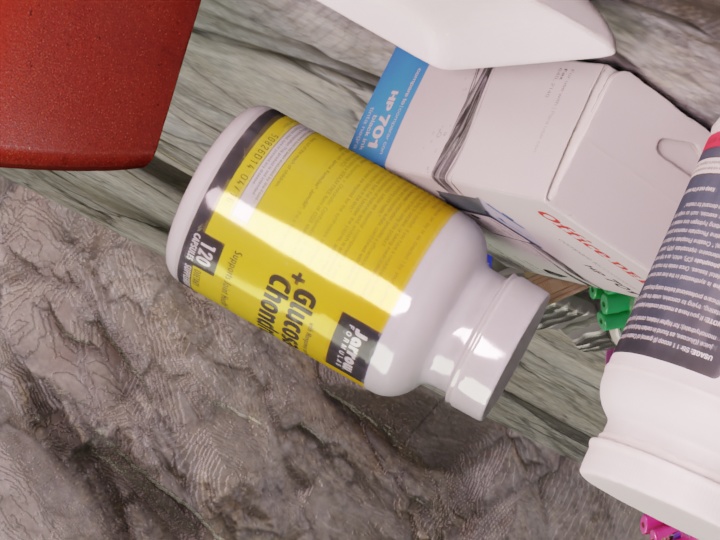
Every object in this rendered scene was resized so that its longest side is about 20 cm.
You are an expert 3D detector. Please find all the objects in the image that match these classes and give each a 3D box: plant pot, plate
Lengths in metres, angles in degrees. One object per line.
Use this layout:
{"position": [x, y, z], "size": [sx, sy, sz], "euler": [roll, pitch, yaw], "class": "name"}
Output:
{"position": [-0.200, -0.152, 1.218], "size": [0.175, 0.201, 0.199], "euler": [17, 179, -37], "class": "plant pot"}
{"position": [0.006, -0.157, 1.042], "size": [0.199, 0.033, 0.199], "euler": [29, 171, -21], "class": "plate"}

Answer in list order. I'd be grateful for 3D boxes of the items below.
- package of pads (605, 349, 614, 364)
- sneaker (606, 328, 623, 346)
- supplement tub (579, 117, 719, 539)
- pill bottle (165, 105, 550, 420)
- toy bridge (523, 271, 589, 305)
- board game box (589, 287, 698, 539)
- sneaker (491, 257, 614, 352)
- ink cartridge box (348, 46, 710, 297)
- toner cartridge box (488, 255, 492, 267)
{"position": [0.278, 0.089, 1.699], "size": [0.120, 0.076, 0.200], "euler": [19, 171, 31], "class": "package of pads"}
{"position": [0.272, 0.052, 1.490], "size": [0.199, 0.076, 0.115], "euler": [19, 163, -33], "class": "sneaker"}
{"position": [0.201, 0.033, 1.057], "size": [0.140, 0.201, 0.140], "euler": [25, 173, 3], "class": "supplement tub"}
{"position": [0.000, 0.000, 1.212], "size": [0.199, 0.113, 0.112], "euler": [29, 174, 9], "class": "pill bottle"}
{"position": [0.135, -0.001, 1.369], "size": [0.067, 0.027, 0.199], "euler": [-20, -177, 40], "class": "toy bridge"}
{"position": [0.215, 0.086, 1.362], "size": [0.026, 0.202, 0.200], "euler": [-10, 175, -23], "class": "board game box"}
{"position": [0.165, 0.006, 1.537], "size": [0.074, 0.083, 0.199], "euler": [-13, 159, 35], "class": "sneaker"}
{"position": [0.109, -0.055, 1.217], "size": [0.146, 0.086, 0.200], "euler": [31, 173, -32], "class": "ink cartridge box"}
{"position": [0.068, -0.041, 1.616], "size": [0.094, 0.043, 0.200], "euler": [24, 173, 3], "class": "toner cartridge box"}
